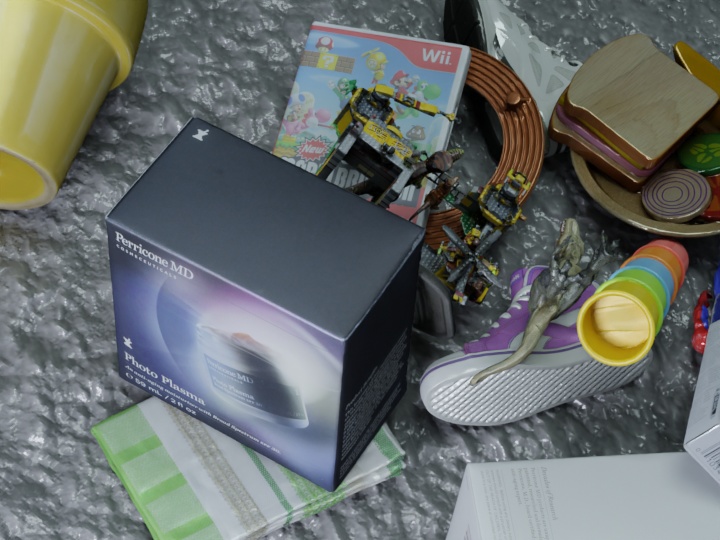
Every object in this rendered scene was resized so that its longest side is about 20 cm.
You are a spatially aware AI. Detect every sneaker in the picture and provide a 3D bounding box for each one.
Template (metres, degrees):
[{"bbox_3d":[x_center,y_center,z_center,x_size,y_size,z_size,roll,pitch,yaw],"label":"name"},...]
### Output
[{"bbox_3d":[0.150,-0.184,1.708,0.115,0.076,0.201,-6,61,-23],"label":"sneaker"},{"bbox_3d":[0.120,0.054,1.513,0.200,0.073,0.114,-9,50,-28],"label":"sneaker"}]

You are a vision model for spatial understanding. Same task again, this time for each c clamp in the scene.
[{"bbox_3d":[0.000,0.000,1.466,0.171,0.200,0.027,34,77,8],"label":"c clamp"}]

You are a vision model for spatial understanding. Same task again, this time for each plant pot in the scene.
[{"bbox_3d":[-0.289,-0.161,1.555,0.200,0.201,0.190,10,68,0],"label":"plant pot"}]

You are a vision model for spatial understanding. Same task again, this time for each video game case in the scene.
[{"bbox_3d":[0.002,-0.111,1.605,0.142,0.017,0.201,11,67,13],"label":"video game case"}]

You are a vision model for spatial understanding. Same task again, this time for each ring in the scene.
[{"bbox_3d":[0.056,-0.109,1.617,0.200,0.019,0.201,-4,65,8],"label":"ring"}]

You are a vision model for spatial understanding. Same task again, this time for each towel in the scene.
[{"bbox_3d":[-0.084,0.135,1.448,0.199,0.031,0.149,-23,56,-21],"label":"towel"}]

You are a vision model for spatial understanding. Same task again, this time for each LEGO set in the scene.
[{"bbox_3d":[0.051,-0.071,1.491,0.200,0.116,0.154,43,54,0],"label":"LEGO set"}]

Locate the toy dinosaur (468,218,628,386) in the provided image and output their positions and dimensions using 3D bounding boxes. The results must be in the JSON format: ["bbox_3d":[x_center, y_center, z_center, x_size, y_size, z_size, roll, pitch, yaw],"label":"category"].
[{"bbox_3d":[0.151,0.014,1.454,0.047,0.088,0.200,40,43,-1],"label":"toy dinosaur"}]

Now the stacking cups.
[{"bbox_3d":[0.222,0.012,1.501,0.060,0.061,0.200,25,25,11],"label":"stacking cups"}]

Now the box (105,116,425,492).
[{"bbox_3d":[-0.071,0.027,1.389,0.199,0.199,0.123,26,54,16],"label":"box"}]

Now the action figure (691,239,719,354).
[{"bbox_3d":[0.311,0.024,1.571,0.065,0.052,0.200,15,51,9],"label":"action figure"}]

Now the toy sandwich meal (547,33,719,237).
[{"bbox_3d":[0.265,-0.117,1.609,0.204,0.070,0.206,0,53,0],"label":"toy sandwich meal"}]

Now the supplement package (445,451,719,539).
[{"bbox_3d":[0.172,0.210,1.364,0.199,0.117,0.118,-2,52,-9],"label":"supplement package"}]

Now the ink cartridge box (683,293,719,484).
[{"bbox_3d":[0.326,0.127,1.404,0.200,0.041,0.200,45,33,-13],"label":"ink cartridge box"}]
